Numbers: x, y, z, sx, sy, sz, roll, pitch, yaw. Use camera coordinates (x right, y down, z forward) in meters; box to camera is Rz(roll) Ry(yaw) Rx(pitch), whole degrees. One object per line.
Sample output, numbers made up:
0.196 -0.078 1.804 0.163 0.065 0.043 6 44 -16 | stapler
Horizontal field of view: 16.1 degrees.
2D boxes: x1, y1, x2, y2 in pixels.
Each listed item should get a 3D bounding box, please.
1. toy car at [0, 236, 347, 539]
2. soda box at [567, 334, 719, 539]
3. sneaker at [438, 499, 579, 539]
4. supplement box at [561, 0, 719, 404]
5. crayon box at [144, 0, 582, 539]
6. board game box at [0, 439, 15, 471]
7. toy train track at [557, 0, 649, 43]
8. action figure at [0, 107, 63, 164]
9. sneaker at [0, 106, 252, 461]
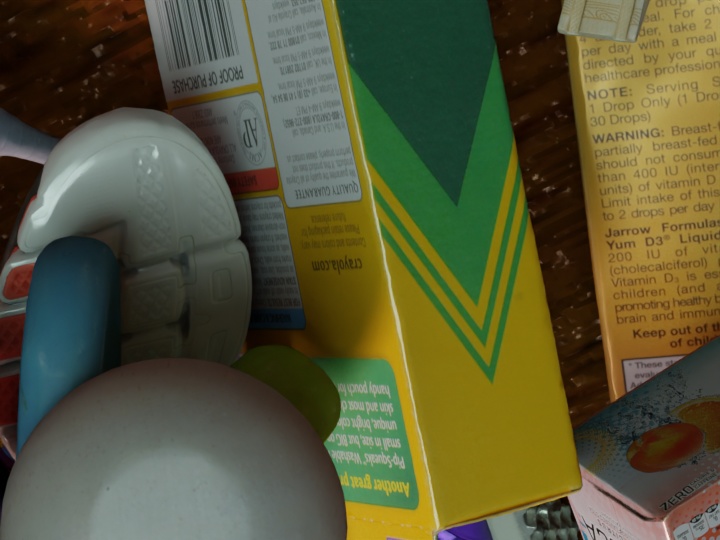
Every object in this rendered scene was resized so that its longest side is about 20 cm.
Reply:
-0.101 0.075 0.661 0.200 0.175 0.150 -44 86 -6 | toy car
0.159 0.036 0.747 0.200 0.064 0.068 -30 118 -16 | soda box
0.014 0.075 0.841 0.099 0.070 0.200 -13 111 17 | sneaker
0.105 -0.017 0.786 0.069 0.067 0.200 -7 114 12 | supplement box
0.000 0.000 0.730 0.052 0.126 0.200 -13 95 -26 | crayon box
-0.156 0.084 0.820 0.200 0.039 0.158 -13 138 -25 | board game box
0.042 -0.127 0.732 0.200 0.115 0.033 9 152 22 | toy train track
-0.152 -0.078 0.746 0.134 0.149 0.200 6 87 33 | action figure
-0.082 0.024 0.771 0.077 0.082 0.200 -3 131 -15 | sneaker
